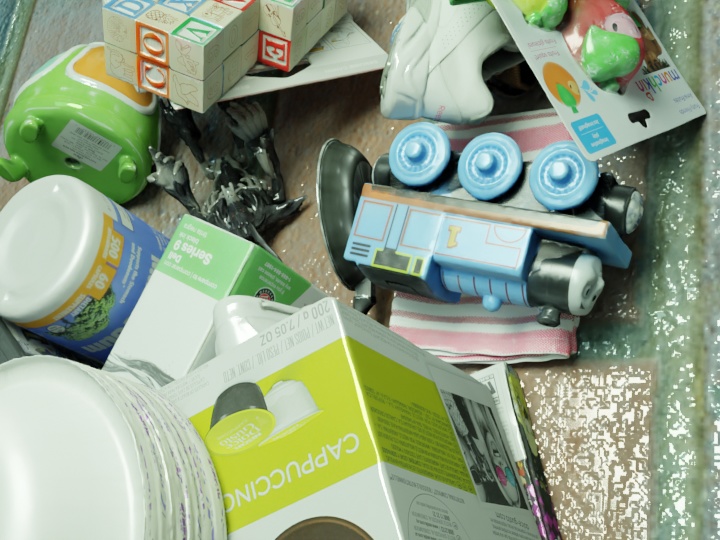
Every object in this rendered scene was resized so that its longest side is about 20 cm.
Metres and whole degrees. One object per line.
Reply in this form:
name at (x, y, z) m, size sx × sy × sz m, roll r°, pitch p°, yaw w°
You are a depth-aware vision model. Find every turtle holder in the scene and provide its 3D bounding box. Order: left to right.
turtle holder at (-0.254, -0.127, 0.947) m, size 0.139 × 0.186 × 0.133 m, roll 12°, pitch 58°, yaw -1°

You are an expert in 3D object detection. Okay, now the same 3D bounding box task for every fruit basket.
fruit basket at (0.143, -0.176, 0.651) m, size 0.094 × 0.184 × 0.201 m, roll -43°, pitch 75°, yaw 41°

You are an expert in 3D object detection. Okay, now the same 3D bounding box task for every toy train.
toy train at (0.088, -0.030, 0.685) m, size 0.198 × 0.087 × 0.116 m, roll 12°, pitch 83°, yaw 29°

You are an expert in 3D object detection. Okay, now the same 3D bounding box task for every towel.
towel at (0.095, -0.030, 0.744) m, size 0.145 × 0.030 × 0.202 m, roll -3°, pitch 67°, yaw 29°

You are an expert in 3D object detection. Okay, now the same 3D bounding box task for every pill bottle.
pill bottle at (-0.185, 0.018, 0.782) m, size 0.111 × 0.200 × 0.113 m, roll -13°, pitch 61°, yaw 26°

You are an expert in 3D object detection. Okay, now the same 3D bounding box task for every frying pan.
frying pan at (-0.006, -0.008, 0.742) m, size 0.031 × 0.115 × 0.192 m, roll -8°, pitch 64°, yaw 18°

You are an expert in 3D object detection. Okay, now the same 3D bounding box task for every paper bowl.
paper bowl at (-0.171, 0.141, 0.489) m, size 0.199 × 0.104 × 0.203 m, roll -14°, pitch 64°, yaw 30°

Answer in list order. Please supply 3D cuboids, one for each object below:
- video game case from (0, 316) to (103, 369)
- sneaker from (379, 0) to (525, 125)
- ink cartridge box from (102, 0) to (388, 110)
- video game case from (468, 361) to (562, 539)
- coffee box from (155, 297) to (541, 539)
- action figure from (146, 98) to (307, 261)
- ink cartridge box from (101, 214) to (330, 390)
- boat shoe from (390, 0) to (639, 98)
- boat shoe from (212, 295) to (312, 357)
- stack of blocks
video game case at (-0.255, 0.049, 0.822) m, size 0.026 × 0.180 × 0.200 m, roll -51°, pitch 53°, yaw 1°
sneaker at (0.079, -0.187, 0.728) m, size 0.098 × 0.078 × 0.202 m, roll 16°, pitch 72°, yaw -3°
ink cartridge box at (-0.095, -0.185, 0.846) m, size 0.198 × 0.045 × 0.177 m, roll -15°, pitch 49°, yaw -24°
video game case at (0.035, 0.180, 0.679) m, size 0.198 × 0.036 × 0.183 m, roll -24°, pitch 58°, yaw 20°
coffee box at (-0.020, 0.169, 0.569) m, size 0.198 × 0.200 × 0.200 m, roll -29°, pitch 58°, yaw 19°
action figure at (-0.122, -0.092, 0.859) m, size 0.118 × 0.102 × 0.201 m, roll -27°, pitch 55°, yaw 4°
ink cartridge box at (-0.111, 0.084, 0.741) m, size 0.083 × 0.146 × 0.202 m, roll 22°, pitch 80°, yaw 35°
boat shoe at (0.113, -0.176, 0.773) m, size 0.198 × 0.072 × 0.073 m, roll -8°, pitch 66°, yaw 28°
boat shoe at (-0.023, 0.054, 0.666) m, size 0.073 × 0.199 × 0.066 m, roll -28°, pitch 67°, yaw 20°
stack of blocks at (-0.098, -0.205, 0.790) m, size 0.114 × 0.059 × 0.201 m, roll 22°, pitch 45°, yaw 13°
